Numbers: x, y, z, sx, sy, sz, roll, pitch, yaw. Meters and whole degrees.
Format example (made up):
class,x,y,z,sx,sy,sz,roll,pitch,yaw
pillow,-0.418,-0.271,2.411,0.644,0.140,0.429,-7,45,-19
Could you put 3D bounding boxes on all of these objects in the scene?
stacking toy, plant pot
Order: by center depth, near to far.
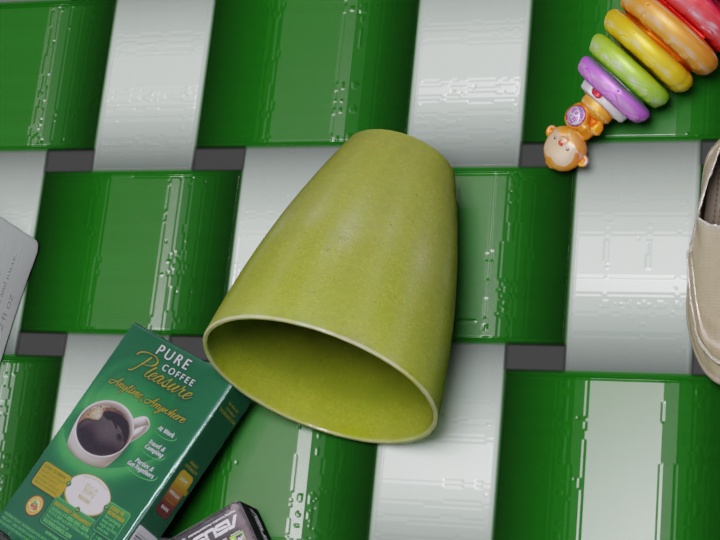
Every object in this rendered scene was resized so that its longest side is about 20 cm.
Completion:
class,x,y,z,sx,sy,sz,roll,pitch,yaw
plant pot,0.000,0.000,1.238,0.185,0.188,0.201,10,62,20
stacking toy,0.212,-0.158,1.258,0.200,0.110,0.116,-48,68,10

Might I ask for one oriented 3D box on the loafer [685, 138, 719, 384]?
class,x,y,z,sx,sy,sz,roll,pitch,yaw
loafer,0.276,-0.014,1.197,0.075,0.068,0.202,-3,72,17

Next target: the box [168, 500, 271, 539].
class,x,y,z,sx,sy,sz,roll,pitch,yaw
box,-0.132,0.309,1.238,0.199,0.048,0.194,-31,68,6

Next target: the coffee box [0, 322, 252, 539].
class,x,y,z,sx,sy,sz,roll,pitch,yaw
coffee box,-0.187,0.151,1.281,0.122,0.044,0.201,23,72,33

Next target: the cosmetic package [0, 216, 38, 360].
class,x,y,z,sx,sy,sz,roll,pitch,yaw
cosmetic package,-0.401,0.008,1.334,0.164,0.200,0.166,10,77,20
